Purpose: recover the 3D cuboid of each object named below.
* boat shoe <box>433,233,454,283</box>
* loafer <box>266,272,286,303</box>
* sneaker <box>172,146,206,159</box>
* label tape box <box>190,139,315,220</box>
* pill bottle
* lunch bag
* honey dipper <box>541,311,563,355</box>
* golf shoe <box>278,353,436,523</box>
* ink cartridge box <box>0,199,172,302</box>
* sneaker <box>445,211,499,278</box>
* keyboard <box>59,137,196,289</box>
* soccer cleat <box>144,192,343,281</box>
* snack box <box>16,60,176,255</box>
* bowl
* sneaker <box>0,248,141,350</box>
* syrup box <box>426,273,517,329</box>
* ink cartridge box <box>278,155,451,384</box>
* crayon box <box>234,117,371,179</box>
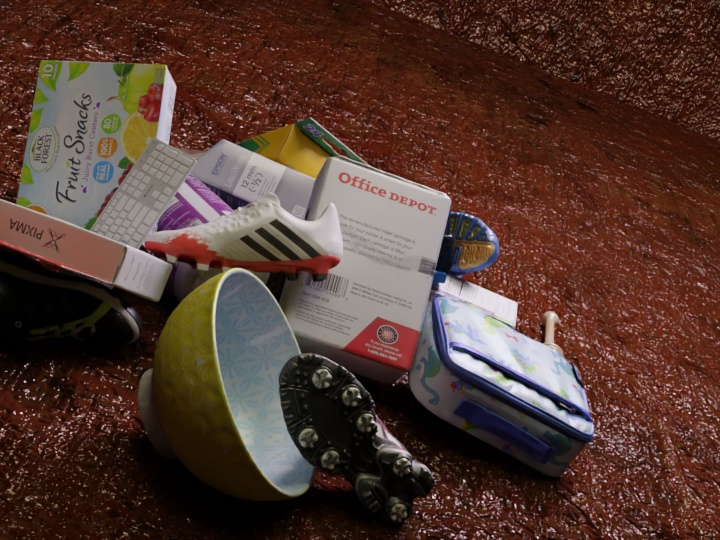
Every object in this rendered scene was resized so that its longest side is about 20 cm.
[{"bbox_3d":[0.060,-0.055,1.578,0.084,0.069,0.200,7,24,-39],"label":"boat shoe"},{"bbox_3d":[-0.045,0.027,1.498,0.199,0.076,0.067,33,21,1],"label":"loafer"},{"bbox_3d":[-0.264,-0.127,1.680,0.199,0.071,0.075,8,5,-37],"label":"sneaker"},{"bbox_3d":[-0.143,-0.089,1.581,0.199,0.066,0.143,26,-20,5],"label":"label tape box"},{"bbox_3d":[-0.193,-0.040,1.450,0.112,0.113,0.200,1,30,-44],"label":"pill bottle"},{"bbox_3d":[0.147,0.122,1.404,0.199,0.083,0.161,29,24,-13],"label":"lunch bag"},{"bbox_3d":[0.238,0.090,1.676,0.038,0.038,0.200,23,18,3],"label":"honey dipper"},{"bbox_3d":[-0.017,0.142,1.172,0.200,0.077,0.088,53,-7,-31],"label":"golf shoe"},{"bbox_3d":[-0.300,-0.033,1.239,0.199,0.044,0.173,19,-5,22],"label":"ink cartridge box"},{"bbox_3d":[0.104,-0.018,1.637,0.199,0.076,0.088,0,-30,48],"label":"sneaker"},{"bbox_3d":[-0.239,-0.040,1.333,0.056,0.201,0.011,26,-14,22],"label":"keyboard"},{"bbox_3d":[-0.114,-0.037,1.325,0.198,0.086,0.069,4,-7,-12],"label":"soccer cleat"},{"bbox_3d":[-0.277,-0.117,1.398,0.141,0.202,0.053,2,-18,7],"label":"snack box"},{"bbox_3d":[-0.124,0.109,1.138,0.107,0.201,0.200,-18,14,16],"label":"bowl"},{"bbox_3d":[-0.303,0.045,1.235,0.199,0.072,0.083,21,54,-16],"label":"sneaker"},{"bbox_3d":[0.077,0.045,1.558,0.199,0.079,0.082,23,21,1],"label":"syrup box"},{"bbox_3d":[0.000,0.000,1.419,0.143,0.201,0.084,19,-19,-9],"label":"ink cartridge box"},{"bbox_3d":[-0.081,-0.112,1.619,0.125,0.052,0.199,37,-26,-26],"label":"crayon box"}]
